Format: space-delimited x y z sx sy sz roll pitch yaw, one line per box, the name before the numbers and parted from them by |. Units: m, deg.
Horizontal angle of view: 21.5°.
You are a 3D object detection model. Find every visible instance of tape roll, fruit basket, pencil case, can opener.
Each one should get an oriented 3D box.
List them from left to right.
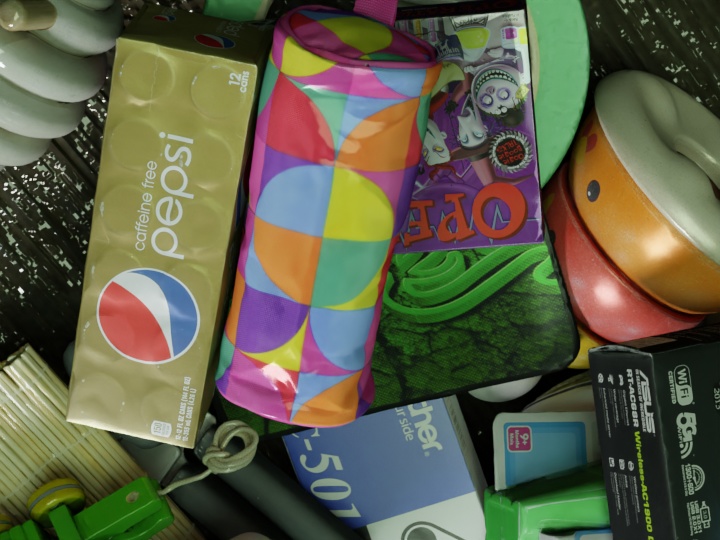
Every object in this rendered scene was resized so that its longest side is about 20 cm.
can opener | -0.084 0.112 1.020 0.200 0.066 0.053 38 104 7
pencil case | -0.015 -0.027 0.887 0.088 0.088 0.201 10 113 -9
tape roll | 0.016 -0.108 0.970 0.199 0.048 0.201 -1 108 -2
fruit basket | 0.167 0.166 1.000 0.199 0.094 0.186 1 90 -8

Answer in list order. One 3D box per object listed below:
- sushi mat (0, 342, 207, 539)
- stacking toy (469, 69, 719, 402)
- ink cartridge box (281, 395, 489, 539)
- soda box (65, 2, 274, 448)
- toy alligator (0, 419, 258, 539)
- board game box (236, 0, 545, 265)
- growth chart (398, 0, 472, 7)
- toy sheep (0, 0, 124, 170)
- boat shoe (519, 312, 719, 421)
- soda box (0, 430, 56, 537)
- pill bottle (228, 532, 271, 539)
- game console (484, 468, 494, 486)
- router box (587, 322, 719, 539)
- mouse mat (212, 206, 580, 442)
sushi mat | -0.151 0.138 1.006 0.096 0.012 0.200 -40 112 -3
stacking toy | 0.124 0.006 1.011 0.146 0.146 0.200 37 117 -16
ink cartridge box | 0.026 0.138 1.048 0.094 0.044 0.201 -19 97 11
soda box | -0.092 -0.021 0.907 0.067 0.064 0.201 12 112 1
toy alligator | -0.138 0.140 0.976 0.199 0.059 0.054 -27 152 -8
board game box | -0.013 -0.065 0.931 0.199 0.032 0.121 -5 115 7
growth chart | 0.012 -0.064 1.020 0.144 0.018 0.201 16 106 -11
toy sheep | -0.182 -0.117 0.921 0.200 0.138 0.138 -40 108 18
boat shoe | 0.179 0.060 1.048 0.199 0.062 0.072 -16 140 5
soda box | -0.185 0.174 1.052 0.063 0.070 0.201 -18 110 -2
pill bottle | -0.115 0.226 0.956 0.199 0.120 0.120 -27 110 9
game console | 0.143 0.193 1.074 0.200 0.176 0.116 -37 137 8
router box | 0.204 0.123 0.948 0.149 0.062 0.201 -10 94 -24
mouse mat | 0.000 0.000 0.972 0.199 0.008 0.162 -15 109 11
